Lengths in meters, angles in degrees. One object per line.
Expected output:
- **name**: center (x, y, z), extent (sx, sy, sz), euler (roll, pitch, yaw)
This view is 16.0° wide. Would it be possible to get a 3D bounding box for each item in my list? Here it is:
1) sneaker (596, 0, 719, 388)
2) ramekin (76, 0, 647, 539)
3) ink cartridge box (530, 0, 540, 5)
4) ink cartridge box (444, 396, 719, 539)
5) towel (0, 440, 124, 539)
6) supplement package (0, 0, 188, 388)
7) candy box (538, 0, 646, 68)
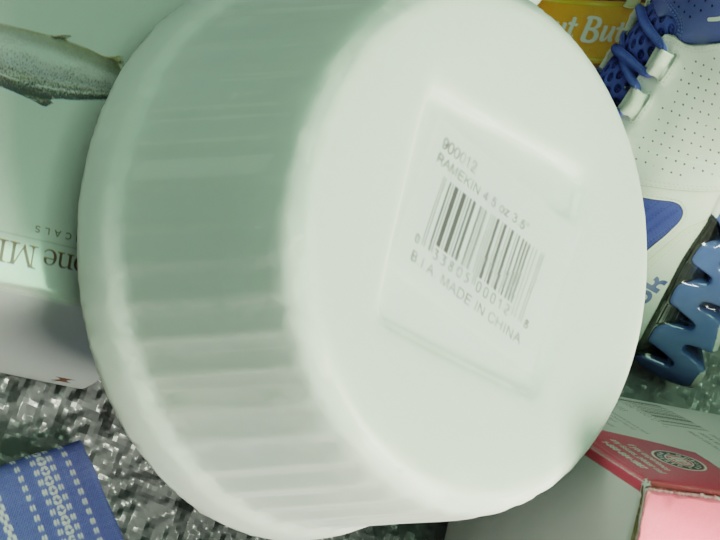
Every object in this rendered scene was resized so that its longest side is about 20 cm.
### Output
- **sneaker**: center (0.097, -0.046, 0.991), extent (0.114, 0.200, 0.081), euler (7, 30, -8)
- **ramekin**: center (0.009, -0.007, 0.874), extent (0.200, 0.097, 0.202), euler (3, 86, -44)
- **ink cartridge box**: center (0.034, -0.205, 0.967), extent (0.174, 0.043, 0.200), euler (-48, 120, -22)
- **ink cartridge box**: center (0.151, 0.108, 0.954), extent (0.199, 0.146, 0.083), euler (11, 98, -22)
- **towel**: center (-0.163, 0.159, 0.909), extent (0.199, 0.024, 0.145), euler (-19, 81, -26)
- **supplement package**: center (-0.125, -0.072, 0.930), extent (0.116, 0.117, 0.201), euler (13, 72, -21)
- **candy box**: center (0.134, -0.105, 1.072), extent (0.199, 0.055, 0.116), euler (23, 69, -13)
